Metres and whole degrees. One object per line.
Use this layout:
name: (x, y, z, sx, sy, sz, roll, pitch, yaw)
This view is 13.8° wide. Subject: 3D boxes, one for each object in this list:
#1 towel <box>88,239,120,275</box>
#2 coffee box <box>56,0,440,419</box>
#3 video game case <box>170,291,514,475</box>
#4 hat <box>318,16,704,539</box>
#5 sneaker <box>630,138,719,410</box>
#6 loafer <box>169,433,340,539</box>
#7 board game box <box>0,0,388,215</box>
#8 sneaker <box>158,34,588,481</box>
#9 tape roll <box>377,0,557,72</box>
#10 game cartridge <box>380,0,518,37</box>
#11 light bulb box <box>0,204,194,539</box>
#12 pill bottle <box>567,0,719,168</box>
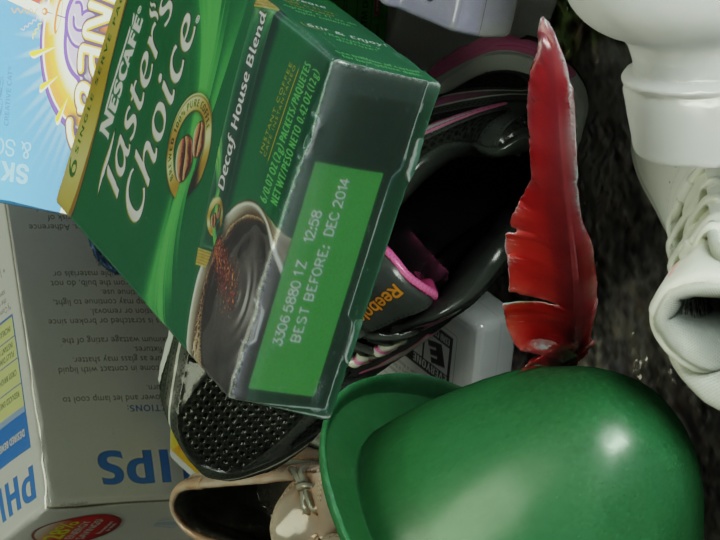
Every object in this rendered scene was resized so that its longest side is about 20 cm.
towel: (-0.086, -0.092, 1.315, 0.200, 0.048, 0.112, -83, -3, -56)
coffee box: (-0.045, -0.042, 1.030, 0.200, 0.044, 0.123, 45, 120, 59)
video game case: (-0.013, 0.049, 1.208, 0.200, 0.023, 0.182, 37, 134, 41)
hat: (0.097, 0.046, 0.967, 0.176, 0.200, 0.166, -46, 65, 25)
sneaker: (0.127, -0.004, 0.942, 0.200, 0.099, 0.078, 55, 134, 47)
loafer: (-0.014, 0.100, 1.123, 0.200, 0.063, 0.072, -171, 67, -68)
board game box: (-0.081, -0.093, 1.164, 0.200, 0.040, 0.153, 10, 99, 35)
sneaker: (0.000, 0.000, 1.058, 0.200, 0.080, 0.086, -49, 13, 15)
tape roll: (0.007, -0.152, 1.203, 0.202, 0.071, 0.203, -5, 85, 62)
game cartridge: (-0.005, -0.167, 1.023, 0.200, 0.038, 0.130, 28, 114, 50)
light bulb box: (-0.145, 0.047, 1.423, 0.198, 0.125, 0.200, -39, 56, 54)
pill bottle: (0.109, -0.138, 0.904, 0.112, 0.112, 0.200, 18, 123, 61)
